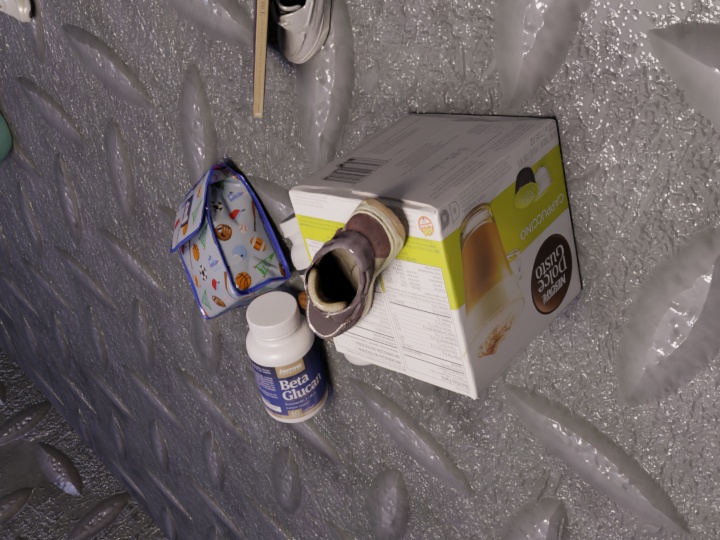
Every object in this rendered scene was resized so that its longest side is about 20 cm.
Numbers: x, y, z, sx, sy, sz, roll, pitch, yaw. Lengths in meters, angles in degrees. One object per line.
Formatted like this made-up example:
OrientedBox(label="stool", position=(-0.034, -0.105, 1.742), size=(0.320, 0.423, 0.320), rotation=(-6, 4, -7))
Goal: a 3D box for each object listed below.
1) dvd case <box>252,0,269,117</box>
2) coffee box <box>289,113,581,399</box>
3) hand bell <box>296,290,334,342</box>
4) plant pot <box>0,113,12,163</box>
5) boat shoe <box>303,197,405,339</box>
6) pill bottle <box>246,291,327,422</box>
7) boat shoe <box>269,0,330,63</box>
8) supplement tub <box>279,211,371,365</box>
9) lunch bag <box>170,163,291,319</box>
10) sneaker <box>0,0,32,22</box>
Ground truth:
OrientedBox(label="dvd case", position=(-0.112, -0.301, 0.919), size=(0.202, 0.016, 0.151), rotation=(101, 167, -49))
OrientedBox(label="coffee box", position=(0.081, -0.027, 0.828), size=(0.198, 0.199, 0.201), rotation=(12, 128, 44))
OrientedBox(label="hand bell", position=(-0.048, 0.049, 1.188), size=(0.106, 0.103, 0.199), rotation=(64, 159, -14))
OrientedBox(label="plant pot", position=(-0.907, -0.306, 1.878), size=(0.199, 0.160, 0.203), rotation=(31, 140, 31))
OrientedBox(label="boat shoe", position=(-0.022, 0.011, 0.748), size=(0.072, 0.065, 0.201), rotation=(48, 146, 9))
OrientedBox(label="pill bottle", position=(-0.121, 0.137, 1.299), size=(0.110, 0.111, 0.203), rotation=(25, 140, 37))
OrientedBox(label="boat shoe", position=(-0.067, -0.302, 0.895), size=(0.072, 0.068, 0.200), rotation=(49, 146, 8))
OrientedBox(label="supplement tub", position=(0.000, 0.000, 1.009), size=(0.139, 0.140, 0.202), rotation=(-15, 106, 55))
OrientedBox(label="lunch bag", position=(-0.217, -0.045, 1.271), size=(0.169, 0.122, 0.204), rotation=(-27, 84, 56))
OrientedBox(label="sneaker", position=(-0.667, -0.506, 1.475), size=(0.199, 0.081, 0.076), rotation=(40, 142, 20))
